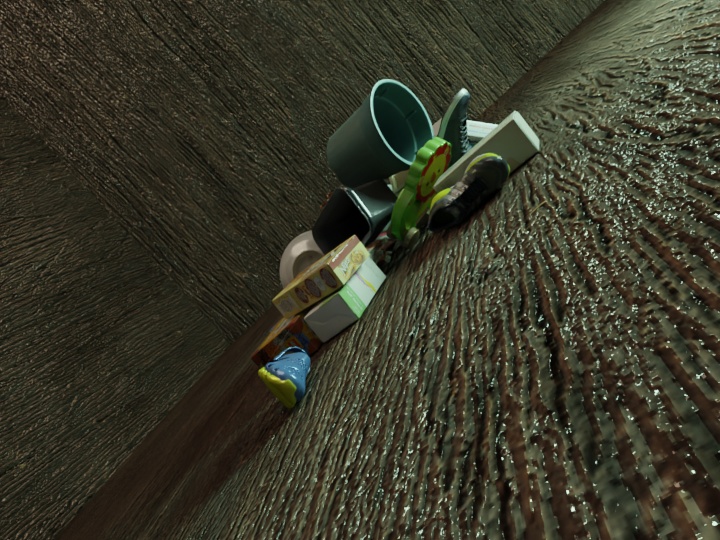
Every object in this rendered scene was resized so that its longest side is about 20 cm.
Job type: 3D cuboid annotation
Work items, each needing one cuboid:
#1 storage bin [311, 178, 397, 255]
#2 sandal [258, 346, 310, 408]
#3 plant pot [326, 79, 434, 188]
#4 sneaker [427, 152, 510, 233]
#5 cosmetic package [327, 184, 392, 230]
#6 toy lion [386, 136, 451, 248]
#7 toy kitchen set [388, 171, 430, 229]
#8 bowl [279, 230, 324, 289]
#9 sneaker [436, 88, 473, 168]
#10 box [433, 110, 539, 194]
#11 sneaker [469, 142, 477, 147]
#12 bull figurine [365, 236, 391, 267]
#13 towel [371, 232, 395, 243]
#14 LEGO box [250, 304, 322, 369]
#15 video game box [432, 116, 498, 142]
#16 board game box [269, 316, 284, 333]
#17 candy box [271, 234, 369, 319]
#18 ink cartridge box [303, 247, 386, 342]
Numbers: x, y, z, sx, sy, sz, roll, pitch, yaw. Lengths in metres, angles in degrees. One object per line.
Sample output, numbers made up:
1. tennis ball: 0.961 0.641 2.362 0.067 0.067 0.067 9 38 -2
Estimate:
1. storage bin: -0.008 -0.119 1.184 0.133 0.146 0.200 -32 -11 -37
2. sandal: -0.119 0.168 0.873 0.087 0.080 0.200 -40 7 -12
3. plant pot: 0.034 -0.291 1.197 0.194 0.202 0.201 -23 18 46
4. sneaker: 0.193 -0.131 0.954 0.200 0.073 0.082 -45 12 46
5. cosmetic package: 0.001 -0.149 1.367 0.080 0.116 0.198 -13 6 -34
6. toy lion: 0.129 -0.173 1.113 0.201 0.068 0.193 -52 -23 -18
7. toy kitchen set: 0.151 -0.168 1.375 0.197 0.184 0.162 9 -32 -44
8. bowl: -0.115 -0.001 1.305 0.201 0.202 0.090 -42 -3 4
9. sneaker: 0.244 -0.292 1.189 0.077 0.145 0.205 -43 -21 -44
10. box: 0.244 -0.207 1.022 0.199 0.078 0.095 -39 7 31
11. sneaker: 0.284 -0.319 1.507 0.198 0.081 0.130 -25 10 43
12. bull figurine: 0.000 0.000 1.254 0.200 0.065 0.121 -49 11 -30
13. towel: 0.033 -0.087 1.388 0.143 0.031 0.200 -9 3 -2
14. LEGO box: -0.132 0.131 1.155 0.148 0.077 0.200 -39 8 27
15. video game box: 0.282 -0.373 1.472 0.200 0.178 0.048 -177 95 -80
16. board game box: -0.175 0.139 1.442 0.200 0.062 0.199 -47 8 -25
17. candy box: -0.082 0.016 1.062 0.199 0.056 0.116 -31 13 42
18. ink cartridge box: -0.021 0.045 1.079 0.117 0.068 0.201 -37 10 36
